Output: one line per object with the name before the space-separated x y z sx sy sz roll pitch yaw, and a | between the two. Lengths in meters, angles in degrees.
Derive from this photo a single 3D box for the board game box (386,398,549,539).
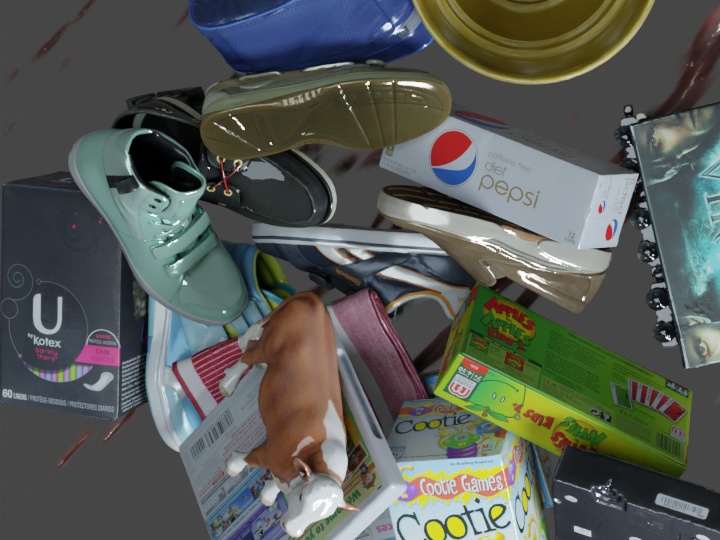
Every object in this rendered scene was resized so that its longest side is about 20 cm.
board game box | 0.092 0.214 1.422 0.105 0.103 0.200 -6 113 18

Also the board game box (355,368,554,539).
board game box | 0.059 0.158 1.502 0.200 0.034 0.135 -16 93 21

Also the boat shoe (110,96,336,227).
boat shoe | -0.115 -0.083 1.439 0.201 0.063 0.074 26 116 18

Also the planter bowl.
planter bowl | 0.134 -0.251 1.368 0.200 0.083 0.201 1 104 3

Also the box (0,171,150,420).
box | -0.244 0.019 1.549 0.122 0.106 0.201 6 100 18

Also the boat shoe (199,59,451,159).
boat shoe | -0.028 -0.136 1.389 0.200 0.063 0.073 -10 134 8

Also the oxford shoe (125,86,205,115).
oxford shoe | -0.105 -0.116 1.500 0.200 0.073 0.085 0 104 31

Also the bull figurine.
bull figurine | -0.054 0.118 1.352 0.121 0.065 0.200 -27 54 44

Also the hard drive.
hard drive | 0.224 0.211 1.379 0.139 0.200 0.038 16 63 17

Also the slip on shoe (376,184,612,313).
slip on shoe | 0.104 -0.017 1.404 0.200 0.076 0.061 14 106 -19

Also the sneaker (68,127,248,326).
sneaker | -0.146 -0.032 1.402 0.201 0.074 0.118 50 155 -20

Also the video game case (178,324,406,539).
video game case | -0.061 0.160 1.416 0.200 0.022 0.182 -46 51 28

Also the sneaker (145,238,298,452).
sneaker | -0.117 0.067 1.526 0.130 0.080 0.201 3 101 21

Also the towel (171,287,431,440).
towel | -0.046 0.107 1.477 0.200 0.023 0.144 -21 110 22

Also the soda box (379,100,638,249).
soda box | 0.116 -0.081 1.396 0.200 0.068 0.064 24 107 32

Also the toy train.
toy train | 0.243 -0.037 1.403 0.046 0.034 0.200 -11 96 17

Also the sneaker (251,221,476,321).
sneaker | 0.000 0.000 1.473 0.200 0.078 0.080 6 96 17

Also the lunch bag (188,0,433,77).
lunch bag | -0.041 -0.227 1.411 0.200 0.132 0.136 -14 58 23

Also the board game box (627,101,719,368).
board game box | 0.298 -0.034 1.369 0.135 0.028 0.200 -14 95 5

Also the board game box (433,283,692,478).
board game box | 0.163 0.097 1.385 0.200 0.102 0.048 27 124 -5
